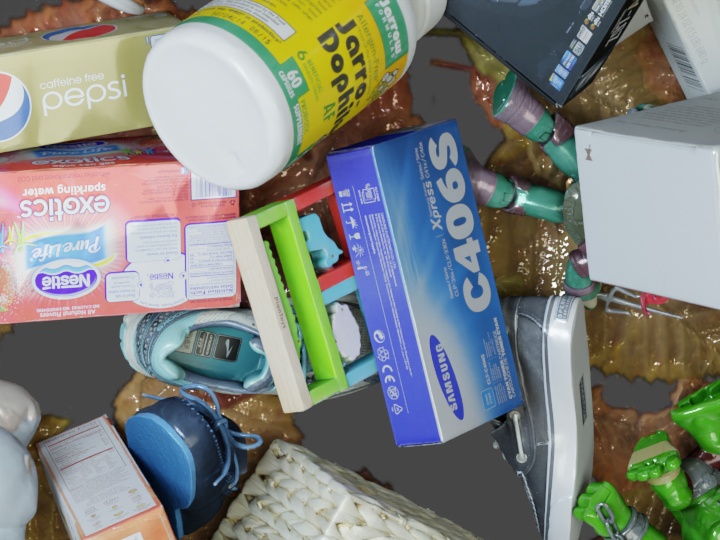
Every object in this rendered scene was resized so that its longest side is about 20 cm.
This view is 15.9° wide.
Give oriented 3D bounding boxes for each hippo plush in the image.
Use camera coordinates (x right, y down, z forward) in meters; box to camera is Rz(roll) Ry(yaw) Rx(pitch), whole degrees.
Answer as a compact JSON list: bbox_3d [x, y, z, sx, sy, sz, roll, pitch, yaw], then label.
[{"bbox_3d":[-0.281,0.152,1.634,0.159,0.161,0.200,12,99,-19],"label":"hippo plush"}]

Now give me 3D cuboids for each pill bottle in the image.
[{"bbox_3d":[-0.035,-0.144,1.629,0.200,0.113,0.113,-40,114,-40],"label":"pill bottle"}]

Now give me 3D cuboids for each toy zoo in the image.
[{"bbox_3d":[0.000,0.000,1.702,0.200,0.020,0.131,-27,104,-47],"label":"toy zoo"}]

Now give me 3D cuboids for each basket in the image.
[{"bbox_3d":[0.006,0.214,1.735,0.200,0.136,0.124,28,91,-31],"label":"basket"}]

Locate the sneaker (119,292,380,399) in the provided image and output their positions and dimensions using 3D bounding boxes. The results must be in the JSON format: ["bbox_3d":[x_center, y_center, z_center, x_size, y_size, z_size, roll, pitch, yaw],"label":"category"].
[{"bbox_3d":[-0.057,0.059,1.719,0.200,0.086,0.078,0,103,-17],"label":"sneaker"}]

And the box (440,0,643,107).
[{"bbox_3d":[0.116,-0.224,1.627,0.160,0.200,0.044,41,46,10],"label":"box"}]

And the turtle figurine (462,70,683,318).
[{"bbox_3d":[0.166,-0.049,1.757,0.200,0.101,0.150,28,90,-13],"label":"turtle figurine"}]

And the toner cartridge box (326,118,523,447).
[{"bbox_3d":[0.044,0.007,1.701,0.095,0.043,0.200,-21,100,-48],"label":"toner cartridge box"}]

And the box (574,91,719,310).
[{"bbox_3d":[0.264,-0.055,1.668,0.200,0.152,0.107,-15,105,-28],"label":"box"}]

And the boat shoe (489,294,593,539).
[{"bbox_3d":[0.123,0.108,1.798,0.068,0.072,0.200,4,120,17],"label":"boat shoe"}]

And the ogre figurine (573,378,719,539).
[{"bbox_3d":[0.249,0.156,1.829,0.200,0.098,0.120,-45,115,-44],"label":"ogre figurine"}]

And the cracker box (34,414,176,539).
[{"bbox_3d":[-0.149,0.188,1.661,0.058,0.200,0.134,-23,108,-9],"label":"cracker box"}]

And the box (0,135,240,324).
[{"bbox_3d":[-0.183,-0.027,1.656,0.200,0.095,0.103,-5,104,-15],"label":"box"}]

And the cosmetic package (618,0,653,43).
[{"bbox_3d":[0.124,-0.239,1.706,0.083,0.051,0.200,-36,113,-37],"label":"cosmetic package"}]

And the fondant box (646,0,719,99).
[{"bbox_3d":[0.295,-0.208,1.775,0.200,0.058,0.144,-33,110,-8],"label":"fondant box"}]

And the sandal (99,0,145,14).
[{"bbox_3d":[-0.204,-0.238,1.609,0.207,0.079,0.059,39,93,-19],"label":"sandal"}]

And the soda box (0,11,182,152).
[{"bbox_3d":[-0.209,-0.116,1.642,0.200,0.068,0.064,-10,106,-14],"label":"soda box"}]

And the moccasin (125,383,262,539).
[{"bbox_3d":[-0.110,0.114,1.677,0.068,0.200,0.081,-34,81,-15],"label":"moccasin"}]
